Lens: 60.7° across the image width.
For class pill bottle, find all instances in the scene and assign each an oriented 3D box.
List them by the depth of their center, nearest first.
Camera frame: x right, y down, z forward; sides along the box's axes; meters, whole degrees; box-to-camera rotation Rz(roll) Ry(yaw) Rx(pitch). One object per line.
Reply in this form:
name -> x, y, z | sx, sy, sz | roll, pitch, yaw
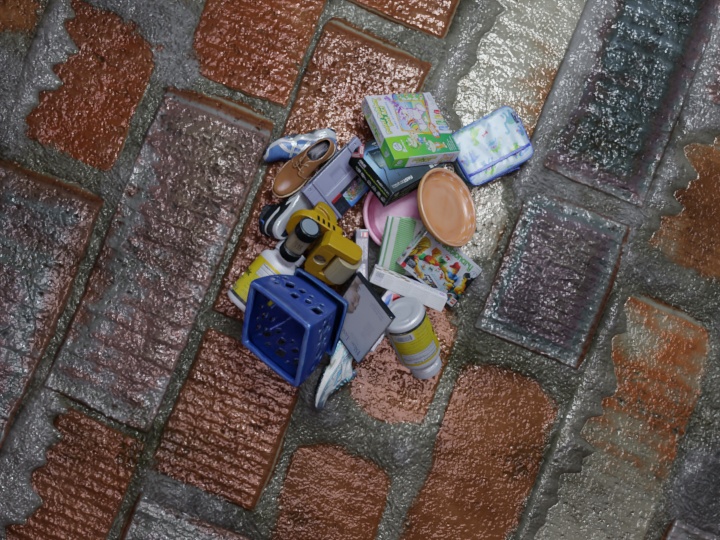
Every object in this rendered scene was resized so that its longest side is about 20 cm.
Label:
pill bottle -> 0.133, 0.173, 1.525 | 0.111, 0.112, 0.201 | -27, 124, -2
pill bottle -> -0.232, 0.019, 1.554 | 0.111, 0.111, 0.200 | 42, 87, -1

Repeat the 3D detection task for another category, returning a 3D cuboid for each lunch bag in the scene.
lunch bag -> 0.336, -0.316, 1.596 | 0.199, 0.082, 0.162 | -26, 93, -1

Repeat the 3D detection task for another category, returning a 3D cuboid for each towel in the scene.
towel -> 0.146, -0.059, 1.563 | 0.198, 0.023, 0.154 | 6, 107, -19

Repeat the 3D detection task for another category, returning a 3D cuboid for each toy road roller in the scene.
toy road roller -> -0.087, -0.076, 1.502 | 0.199, 0.123, 0.147 | 32, 46, -14

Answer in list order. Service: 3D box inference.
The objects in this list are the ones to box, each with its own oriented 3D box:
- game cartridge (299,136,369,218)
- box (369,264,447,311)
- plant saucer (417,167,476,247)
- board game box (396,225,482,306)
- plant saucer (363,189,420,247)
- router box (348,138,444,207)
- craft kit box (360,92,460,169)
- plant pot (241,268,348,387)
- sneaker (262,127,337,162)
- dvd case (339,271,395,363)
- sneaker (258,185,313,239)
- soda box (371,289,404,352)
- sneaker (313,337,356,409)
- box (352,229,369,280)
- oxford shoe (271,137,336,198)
game cartridge -> -0.045, -0.225, 1.565 | 0.200, 0.038, 0.130 | -47, 119, -9
box -> 0.119, 0.043, 1.534 | 0.198, 0.039, 0.042 | 22, 108, -4
plant saucer -> 0.208, -0.153, 1.520 | 0.199, 0.037, 0.202 | 14, 67, -36
board game box -> 0.202, -0.013, 1.564 | 0.199, 0.035, 0.127 | 37, 95, -25
plant saucer -> 0.105, -0.146, 1.599 | 0.198, 0.051, 0.203 | 0, 89, -3
router box -> 0.090, -0.266, 1.535 | 0.199, 0.062, 0.150 | -32, 77, -33
craft kit box -> 0.124, -0.353, 1.537 | 0.196, 0.049, 0.201 | -13, 66, -24
plant pot -> -0.149, 0.122, 1.481 | 0.199, 0.179, 0.201 | 34, 128, 25
sneaker -> -0.153, -0.306, 1.579 | 0.198, 0.076, 0.078 | -14, 85, -1
dvd case -> -0.004, 0.117, 1.489 | 0.017, 0.201, 0.143 | -22, 65, -41
sneaker -> -0.187, -0.167, 1.579 | 0.200, 0.111, 0.073 | -49, 135, -28
soda box -> 0.063, 0.110, 1.587 | 0.068, 0.064, 0.201 | 37, 89, -3
sneaker -> -0.056, 0.269, 1.574 | 0.086, 0.078, 0.202 | 25, 88, -5
box -> 0.000, 0.000, 1.563 | 0.034, 0.110, 0.202 | 1, 89, -4
oxford shoe -> -0.146, -0.259, 1.519 | 0.200, 0.071, 0.071 | -44, 90, 1
